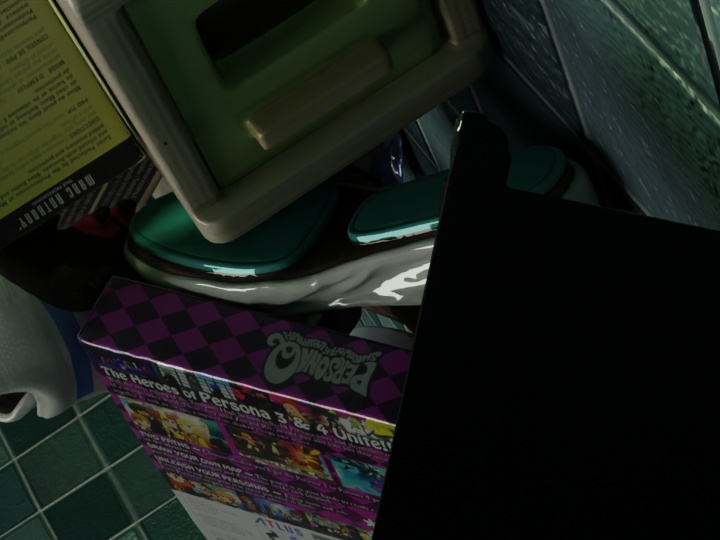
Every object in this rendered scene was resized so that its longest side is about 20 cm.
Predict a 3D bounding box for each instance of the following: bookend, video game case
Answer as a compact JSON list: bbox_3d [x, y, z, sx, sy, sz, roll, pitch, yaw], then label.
[{"bbox_3d":[0.101,0.079,0.605,0.092,0.198,0.201,91,-170,-81],"label":"bookend"},{"bbox_3d":[0.010,0.083,0.830,0.200,0.036,0.181,13,151,26],"label":"video game case"}]

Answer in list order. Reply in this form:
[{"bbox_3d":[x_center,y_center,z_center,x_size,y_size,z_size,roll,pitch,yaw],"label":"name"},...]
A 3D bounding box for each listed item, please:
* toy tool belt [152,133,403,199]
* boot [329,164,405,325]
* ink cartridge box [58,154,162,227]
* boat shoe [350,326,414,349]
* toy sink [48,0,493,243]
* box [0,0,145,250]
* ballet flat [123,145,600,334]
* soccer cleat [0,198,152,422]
[{"bbox_3d":[-0.026,-0.063,1.165,0.200,0.123,0.125,41,143,38],"label":"toy tool belt"},{"bbox_3d":[0.014,-0.006,0.893,0.186,0.064,0.200,16,-178,-5],"label":"boot"},{"bbox_3d":[-0.139,-0.132,1.116,0.165,0.075,0.200,131,141,-56],"label":"ink cartridge box"},{"bbox_3d":[0.060,0.065,0.892,0.200,0.070,0.066,2,169,44],"label":"boat shoe"},{"bbox_3d":[-0.037,-0.100,0.778,0.112,0.130,0.200,54,173,32],"label":"toy sink"},{"bbox_3d":[-0.155,-0.103,0.738,0.200,0.075,0.050,59,175,-33],"label":"box"},{"bbox_3d":[0.000,0.000,0.795,0.200,0.070,0.070,-5,130,33],"label":"ballet flat"},{"bbox_3d":[-0.114,0.020,0.879,0.070,0.086,0.200,42,-165,19],"label":"soccer cleat"}]
